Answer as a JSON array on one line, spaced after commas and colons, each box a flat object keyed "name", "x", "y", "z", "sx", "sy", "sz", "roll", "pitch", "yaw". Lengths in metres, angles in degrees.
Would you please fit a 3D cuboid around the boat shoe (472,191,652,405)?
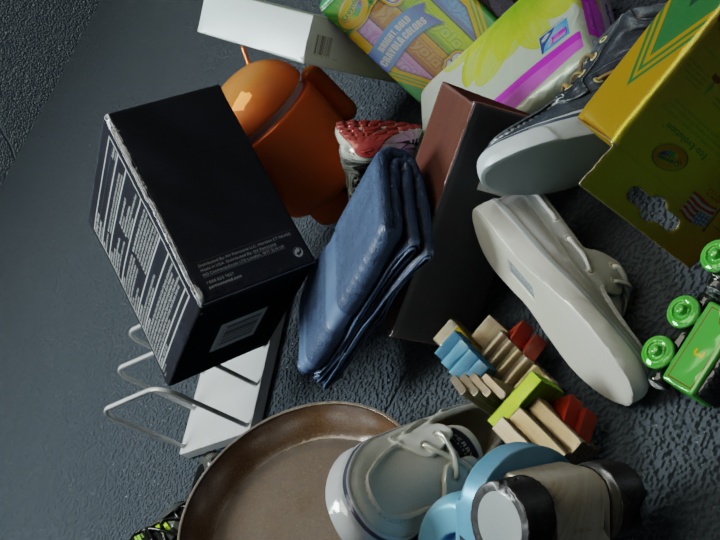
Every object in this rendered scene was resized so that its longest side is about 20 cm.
[{"name": "boat shoe", "x": 0.155, "y": 0.010, "z": 0.729, "sx": 0.068, "sy": 0.072, "sz": 0.200, "roll": -25, "pitch": 42, "yaw": -10}]

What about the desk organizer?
[{"name": "desk organizer", "x": 0.076, "y": -0.045, "z": 0.832, "sx": 0.077, "sy": 0.071, "sz": 0.201, "roll": -123, "pitch": 49, "yaw": -61}]

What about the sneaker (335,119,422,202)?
[{"name": "sneaker", "x": 0.021, "y": -0.093, "z": 0.952, "sx": 0.200, "sy": 0.077, "sz": 0.083, "roll": 24, "pitch": -112, "yaw": -81}]

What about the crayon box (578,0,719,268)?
[{"name": "crayon box", "x": 0.232, "y": -0.114, "z": 0.660, "sx": 0.200, "sy": 0.127, "sz": 0.051, "roll": -52, "pitch": 31, "yaw": 12}]

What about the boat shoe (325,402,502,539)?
[{"name": "boat shoe", "x": 0.048, "y": 0.131, "z": 0.694, "sx": 0.070, "sy": 0.200, "sz": 0.071, "roll": -37, "pitch": 77, "yaw": 26}]

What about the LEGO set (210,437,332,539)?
[{"name": "LEGO set", "x": -0.058, "y": 0.249, "z": 0.834, "sx": 0.153, "sy": 0.116, "sz": 0.200, "roll": -27, "pitch": 38, "yaw": -3}]

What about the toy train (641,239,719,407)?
[{"name": "toy train", "x": 0.247, "y": -0.006, "z": 0.634, "sx": 0.056, "sy": 0.042, "sz": 0.201, "roll": 35, "pitch": 94, "yaw": 50}]

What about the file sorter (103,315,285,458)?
[{"name": "file sorter", "x": -0.176, "y": 0.078, "z": 1.107, "sx": 0.138, "sy": 0.124, "sz": 0.201, "roll": -24, "pitch": 45, "yaw": 44}]

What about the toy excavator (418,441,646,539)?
[{"name": "toy excavator", "x": 0.073, "y": 0.199, "z": 0.644, "sx": 0.200, "sy": 0.099, "sz": 0.196, "roll": 4, "pitch": 95, "yaw": 56}]

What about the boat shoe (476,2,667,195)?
[{"name": "boat shoe", "x": 0.174, "y": -0.126, "z": 0.749, "sx": 0.199, "sy": 0.071, "sz": 0.091, "roll": -19, "pitch": 60, "yaw": 8}]

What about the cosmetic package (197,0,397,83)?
[{"name": "cosmetic package", "x": -0.047, "y": -0.244, "z": 1.074, "sx": 0.150, "sy": 0.200, "sz": 0.052, "roll": 21, "pitch": 104, "yaw": 33}]

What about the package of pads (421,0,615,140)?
[{"name": "package of pads", "x": 0.136, "y": -0.157, "z": 0.891, "sx": 0.200, "sy": 0.068, "sz": 0.155, "roll": -39, "pitch": 33, "yaw": 33}]

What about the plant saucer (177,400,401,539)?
[{"name": "plant saucer", "x": -0.043, "y": 0.186, "z": 0.777, "sx": 0.199, "sy": 0.032, "sz": 0.201, "roll": -15, "pitch": 39, "yaw": 13}]

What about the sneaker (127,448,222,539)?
[{"name": "sneaker", "x": -0.182, "y": 0.268, "z": 0.991, "sx": 0.200, "sy": 0.083, "sz": 0.071, "roll": -61, "pitch": 31, "yaw": -3}]

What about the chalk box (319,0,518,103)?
[{"name": "chalk box", "x": 0.046, "y": -0.281, "z": 0.990, "sx": 0.124, "sy": 0.200, "sz": 0.125, "roll": -38, "pitch": 22, "yaw": 35}]

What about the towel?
[{"name": "towel", "x": 0.000, "y": 0.000, "z": 0.841, "sx": 0.200, "sy": 0.048, "sz": 0.112, "roll": 121, "pitch": 155, "yaw": -45}]

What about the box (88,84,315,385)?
[{"name": "box", "x": -0.157, "y": -0.031, "z": 0.960, "sx": 0.199, "sy": 0.123, "sz": 0.200, "roll": 60, "pitch": 151, "yaw": 14}]

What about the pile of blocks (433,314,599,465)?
[{"name": "pile of blocks", "x": 0.107, "y": 0.071, "z": 0.732, "sx": 0.062, "sy": 0.082, "sz": 0.200, "roll": -50, "pitch": 32, "yaw": 7}]

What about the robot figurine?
[{"name": "robot figurine", "x": -0.074, "y": -0.137, "z": 1.059, "sx": 0.144, "sy": 0.200, "sz": 0.117, "roll": -40, "pitch": 22, "yaw": 12}]
